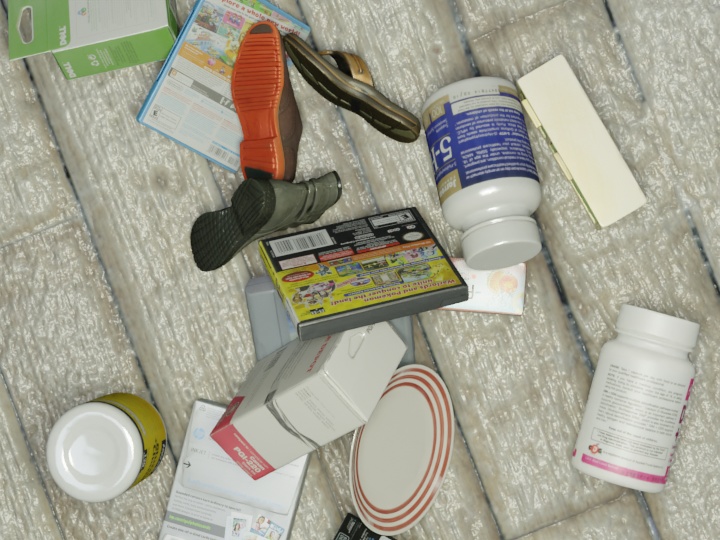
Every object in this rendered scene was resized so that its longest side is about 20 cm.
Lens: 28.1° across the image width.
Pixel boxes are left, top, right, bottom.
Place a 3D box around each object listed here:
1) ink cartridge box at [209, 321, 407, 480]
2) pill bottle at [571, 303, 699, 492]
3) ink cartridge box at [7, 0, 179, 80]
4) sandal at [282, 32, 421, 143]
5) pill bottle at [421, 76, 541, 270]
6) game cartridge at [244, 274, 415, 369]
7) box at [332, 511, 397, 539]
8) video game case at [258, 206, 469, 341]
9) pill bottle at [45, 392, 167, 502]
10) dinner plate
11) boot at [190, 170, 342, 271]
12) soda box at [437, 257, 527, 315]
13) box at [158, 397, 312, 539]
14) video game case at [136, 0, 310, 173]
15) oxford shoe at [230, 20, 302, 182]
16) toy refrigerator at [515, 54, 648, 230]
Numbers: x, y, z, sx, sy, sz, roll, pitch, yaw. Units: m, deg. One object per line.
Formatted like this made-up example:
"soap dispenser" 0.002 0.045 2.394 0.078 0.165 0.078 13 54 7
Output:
"ink cartridge box" -0.058 0.136 1.640 0.085 0.146 0.199 46 130 -12
"pill bottle" 0.325 0.147 1.678 0.112 0.113 0.202 15 92 5
"ink cartridge box" -0.322 -0.295 1.739 0.198 0.059 0.105 -12 59 4
"sandal" -0.006 -0.227 1.726 0.199 0.082 0.055 32 76 5
"pill bottle" 0.145 -0.110 1.664 0.119 0.120 0.202 -13 71 5
"game cartridge" -0.036 0.062 1.702 0.198 0.042 0.134 4 135 12
"box" 0.045 0.382 1.699 0.199 0.117 0.060 29 50 5
"video game case" 0.000 0.000 1.642 0.198 0.181 0.026 -13 125 -13
"pill bottle" -0.289 0.202 1.686 0.111 0.200 0.113 0 90 5
"dinner plate" 0.044 0.208 1.679 0.024 0.199 0.202 11 91 37
"boot" -0.111 -0.056 1.725 0.130 0.200 0.068 -7 73 -38
"soda box" 0.098 0.016 1.718 0.198 0.068 0.064 5 88 6
"box" -0.152 0.273 1.755 0.154 0.041 0.202 14 92 4
"video game case" -0.164 -0.237 1.731 0.142 0.018 0.201 27 93 -28
"oxford shoe" -0.108 -0.198 1.733 0.071 0.072 0.202 6 99 30
"toy refrigerator" 0.258 -0.148 1.702 0.070 0.076 0.201 -29 88 4
